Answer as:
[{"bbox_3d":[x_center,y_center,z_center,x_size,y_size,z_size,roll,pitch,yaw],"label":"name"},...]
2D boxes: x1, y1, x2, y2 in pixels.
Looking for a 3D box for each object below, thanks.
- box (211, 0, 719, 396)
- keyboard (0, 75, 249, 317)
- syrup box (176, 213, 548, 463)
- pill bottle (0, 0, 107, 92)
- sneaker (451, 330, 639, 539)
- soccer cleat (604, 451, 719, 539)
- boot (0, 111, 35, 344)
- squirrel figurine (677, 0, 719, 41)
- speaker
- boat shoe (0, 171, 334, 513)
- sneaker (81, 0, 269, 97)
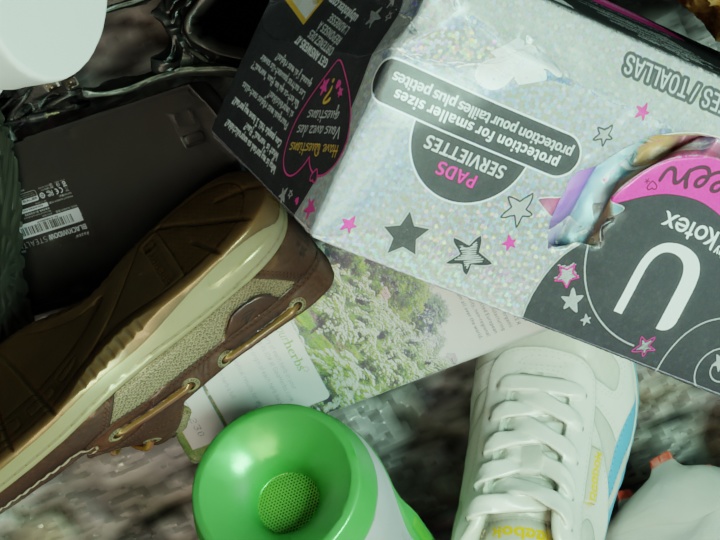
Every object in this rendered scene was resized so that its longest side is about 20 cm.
[{"bbox_3d":[0.067,-0.046,1.019,0.199,0.132,0.115,20,102,-25],"label":"box"},{"bbox_3d":[-0.133,-0.039,1.165,0.199,0.040,0.105,-16,108,24],"label":"keyboard"},{"bbox_3d":[0.000,0.000,1.167,0.199,0.082,0.079,-22,117,12],"label":"syrup box"},{"bbox_3d":[-0.202,-0.104,1.052,0.199,0.111,0.112,-4,123,31],"label":"pill bottle"},{"bbox_3d":[0.079,0.092,1.186,0.076,0.081,0.202,4,88,10],"label":"sneaker"},{"bbox_3d":[0.111,0.167,1.252,0.069,0.078,0.200,13,131,-36],"label":"soccer cleat"},{"bbox_3d":[-0.244,-0.003,1.161,0.199,0.073,0.183,7,116,19],"label":"boot"},{"bbox_3d":[0.145,-0.160,1.012,0.186,0.141,0.201,19,124,33],"label":"squirrel figurine"},{"bbox_3d":[-0.010,0.130,1.193,0.088,0.089,0.200,-15,152,9],"label":"speaker"},{"bbox_3d":[-0.096,0.047,1.108,0.200,0.072,0.072,-42,124,4],"label":"boat shoe"},{"bbox_3d":[-0.011,-0.105,1.087,0.198,0.104,0.060,-8,96,7],"label":"sneaker"}]
